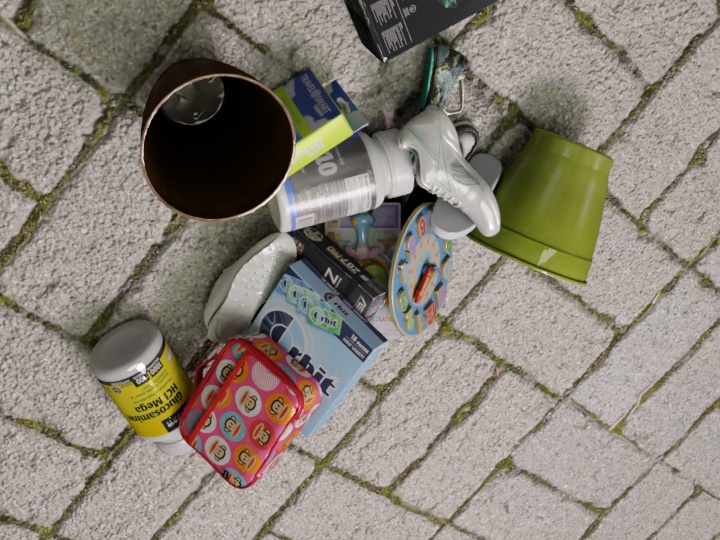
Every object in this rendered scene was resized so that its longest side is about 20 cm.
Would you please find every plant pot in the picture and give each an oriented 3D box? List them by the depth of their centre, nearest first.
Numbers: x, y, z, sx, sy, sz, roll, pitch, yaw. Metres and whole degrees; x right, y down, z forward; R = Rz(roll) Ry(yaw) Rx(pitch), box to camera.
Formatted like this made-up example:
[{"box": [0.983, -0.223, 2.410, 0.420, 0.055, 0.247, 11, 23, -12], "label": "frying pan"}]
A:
[{"box": [-0.197, -0.189, 1.258, 0.186, 0.200, 0.188, -10, 122, -16], "label": "plant pot"}, {"box": [0.288, -0.105, 1.521, 0.199, 0.200, 0.194, 17, 100, -29], "label": "plant pot"}]

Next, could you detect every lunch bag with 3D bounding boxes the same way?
[{"box": [-0.167, 0.190, 1.429, 0.201, 0.176, 0.082, -56, 163, 22], "label": "lunch bag"}]

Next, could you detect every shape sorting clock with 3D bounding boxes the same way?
[{"box": [0.093, -0.001, 1.467, 0.200, 0.039, 0.201, -41, 138, -51], "label": "shape sorting clock"}]

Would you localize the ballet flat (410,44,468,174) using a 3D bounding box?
[{"box": [0.110, -0.219, 1.433, 0.074, 0.074, 0.201, 3, 118, -23], "label": "ballet flat"}]

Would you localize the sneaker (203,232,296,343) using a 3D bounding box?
[{"box": [-0.168, 0.012, 1.449, 0.076, 0.081, 0.200, 26, 115, -34], "label": "sneaker"}]

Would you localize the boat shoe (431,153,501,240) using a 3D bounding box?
[{"box": [0.156, -0.098, 1.474, 0.068, 0.200, 0.057, 29, 136, 9], "label": "boat shoe"}]

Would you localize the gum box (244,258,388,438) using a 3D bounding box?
[{"box": [-0.077, 0.113, 1.431, 0.044, 0.170, 0.200, -26, 157, -55], "label": "gum box"}]

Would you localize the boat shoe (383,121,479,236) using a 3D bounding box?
[{"box": [0.110, -0.134, 1.495, 0.072, 0.068, 0.200, 37, 100, -32], "label": "boat shoe"}]

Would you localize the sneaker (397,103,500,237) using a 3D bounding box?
[{"box": [0.121, -0.125, 1.382, 0.080, 0.070, 0.201, -35, 95, -12], "label": "sneaker"}]

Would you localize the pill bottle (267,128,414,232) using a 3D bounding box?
[{"box": [-0.032, -0.131, 1.411, 0.199, 0.114, 0.114, -16, 124, -12], "label": "pill bottle"}]

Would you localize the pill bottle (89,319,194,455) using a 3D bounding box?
[{"box": [-0.308, 0.180, 1.490, 0.112, 0.113, 0.201, -28, 126, -4], "label": "pill bottle"}]

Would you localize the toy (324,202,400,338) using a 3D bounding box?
[{"box": [0.000, 0.000, 1.469, 0.114, 0.047, 0.202, 1, 90, 10], "label": "toy"}]

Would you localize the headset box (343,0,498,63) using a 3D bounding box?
[{"box": [0.070, -0.402, 1.301, 0.199, 0.093, 0.175, -29, 125, -3], "label": "headset box"}]

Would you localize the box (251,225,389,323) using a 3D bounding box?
[{"box": [-0.068, 0.057, 1.465, 0.049, 0.161, 0.201, -26, 152, -54], "label": "box"}]

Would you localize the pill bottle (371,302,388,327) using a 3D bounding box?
[{"box": [-0.015, 0.098, 1.557, 0.109, 0.110, 0.200, 28, 107, -32], "label": "pill bottle"}]

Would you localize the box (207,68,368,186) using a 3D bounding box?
[{"box": [-0.102, -0.187, 1.342, 0.199, 0.122, 0.048, -33, 139, 0], "label": "box"}]
